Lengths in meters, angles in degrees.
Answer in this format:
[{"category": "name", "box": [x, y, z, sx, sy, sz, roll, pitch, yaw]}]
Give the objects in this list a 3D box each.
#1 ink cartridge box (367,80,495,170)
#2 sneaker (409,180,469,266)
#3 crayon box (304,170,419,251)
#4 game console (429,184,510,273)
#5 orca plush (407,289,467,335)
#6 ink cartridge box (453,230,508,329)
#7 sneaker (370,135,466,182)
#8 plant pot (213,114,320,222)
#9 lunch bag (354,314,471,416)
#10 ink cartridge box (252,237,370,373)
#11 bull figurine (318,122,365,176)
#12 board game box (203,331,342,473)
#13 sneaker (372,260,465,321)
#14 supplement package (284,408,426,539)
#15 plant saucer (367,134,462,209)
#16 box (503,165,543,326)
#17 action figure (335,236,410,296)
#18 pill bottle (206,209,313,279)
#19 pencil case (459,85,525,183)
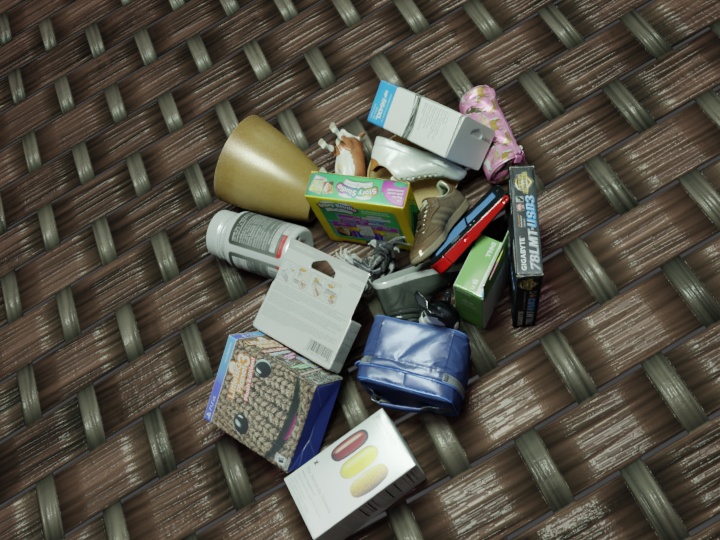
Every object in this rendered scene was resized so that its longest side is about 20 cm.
[{"category": "ink cartridge box", "box": [0.134, -0.273, 1.347, 0.198, 0.144, 0.086, 34, 107, 33]}, {"category": "sneaker", "box": [0.127, -0.088, 1.308, 0.075, 0.070, 0.201, 44, 49, -4]}, {"category": "crayon box", "box": [0.013, -0.110, 1.348, 0.194, 0.173, 0.060, 9, 67, 20]}, {"category": "game console", "box": [0.189, -0.079, 1.262, 0.031, 0.200, 0.178, 40, 103, -3]}, {"category": "orca plush", "box": [0.129, 0.062, 1.209, 0.102, 0.200, 0.073, 7, 74, 27]}, {"category": "ink cartridge box", "box": [0.206, 0.011, 1.214, 0.058, 0.201, 0.105, 24, 72, 19]}, {"category": "sneaker", "box": [0.110, -0.193, 1.390, 0.196, 0.072, 0.087, 21, 97, 22]}, {"category": "plant pot", "box": [-0.166, -0.186, 1.455, 0.196, 0.187, 0.189, 27, 74, 10]}, {"category": "lunch bag", "box": [0.084, 0.171, 1.212, 0.194, 0.136, 0.136, 9, 67, 20]}, {"category": "ink cartridge box", "box": [-0.082, 0.060, 1.280, 0.197, 0.044, 0.180, 24, 87, 34]}, {"category": "bull figurine", "box": [-0.030, -0.222, 1.447, 0.064, 0.120, 0.205, -28, 56, 31]}, {"category": "board game box", "box": [-0.154, 0.224, 1.249, 0.196, 0.096, 0.164, 24, 100, 26]}, {"category": "sneaker", "box": [0.119, 0.044, 1.311, 0.195, 0.070, 0.102, -16, 101, -20]}, {"category": "supplement package", "box": [-0.006, 0.341, 1.173, 0.198, 0.110, 0.115, -35, 60, -2]}, {"category": "plant saucer", "box": [0.110, -0.192, 1.438, 0.194, 0.036, 0.206, -7, 63, 13]}, {"category": "box", "box": [0.276, -0.037, 1.217, 0.048, 0.200, 0.206, -3, 64, 9]}, {"category": "action figure", "box": [0.000, 0.000, 1.335, 0.102, 0.119, 0.201, 39, 87, 20]}, {"category": "pill bottle", "box": [-0.201, -0.052, 1.420, 0.195, 0.114, 0.116, 17, 70, 23]}, {"category": "pencil case", "box": [0.257, -0.270, 1.404, 0.084, 0.083, 0.204, -17, 60, -1]}]
